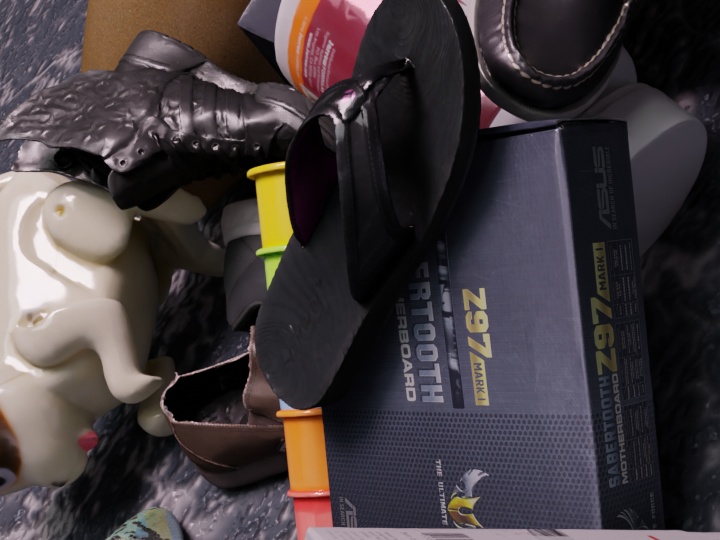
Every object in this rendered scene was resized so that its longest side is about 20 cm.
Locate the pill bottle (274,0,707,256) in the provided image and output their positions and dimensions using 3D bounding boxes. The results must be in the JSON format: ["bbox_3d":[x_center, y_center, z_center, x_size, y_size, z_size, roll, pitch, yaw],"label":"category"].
[{"bbox_3d":[0.061,-0.086,0.692,0.200,0.114,0.114,41,91,27],"label":"pill bottle"}]

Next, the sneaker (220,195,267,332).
[{"bbox_3d":[0.000,0.000,0.793,0.200,0.074,0.085,-4,77,43],"label":"sneaker"}]

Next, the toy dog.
[{"bbox_3d":[-0.190,0.039,0.858,0.140,0.193,0.201,96,-165,-73],"label":"toy dog"}]

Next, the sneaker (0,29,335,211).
[{"bbox_3d":[-0.101,-0.068,0.791,0.199,0.060,0.104,27,69,24],"label":"sneaker"}]

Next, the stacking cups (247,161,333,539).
[{"bbox_3d":[-0.015,0.047,0.695,0.060,0.060,0.201,-8,89,45],"label":"stacking cups"}]

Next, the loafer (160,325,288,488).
[{"bbox_3d":[-0.031,0.062,0.754,0.200,0.071,0.073,-28,41,29],"label":"loafer"}]

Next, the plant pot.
[{"bbox_3d":[-0.104,-0.141,0.920,0.200,0.186,0.187,-63,30,22],"label":"plant pot"}]

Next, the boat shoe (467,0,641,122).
[{"bbox_3d":[0.106,-0.148,0.629,0.200,0.074,0.060,-58,1,-35],"label":"boat shoe"}]

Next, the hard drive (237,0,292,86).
[{"bbox_3d":[0.021,-0.185,0.796,0.042,0.135,0.200,35,87,21],"label":"hard drive"}]

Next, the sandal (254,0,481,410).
[{"bbox_3d":[-0.006,-0.024,0.588,0.075,0.048,0.201,43,123,37],"label":"sandal"}]

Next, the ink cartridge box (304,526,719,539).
[{"bbox_3d":[0.088,0.135,0.475,0.116,0.199,0.068,-156,72,-67],"label":"ink cartridge box"}]

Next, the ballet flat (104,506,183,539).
[{"bbox_3d":[-0.134,0.200,0.749,0.074,0.074,0.200,-32,38,25],"label":"ballet flat"}]

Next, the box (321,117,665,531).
[{"bbox_3d":[0.049,0.042,0.611,0.157,0.051,0.201,-4,93,46],"label":"box"}]
